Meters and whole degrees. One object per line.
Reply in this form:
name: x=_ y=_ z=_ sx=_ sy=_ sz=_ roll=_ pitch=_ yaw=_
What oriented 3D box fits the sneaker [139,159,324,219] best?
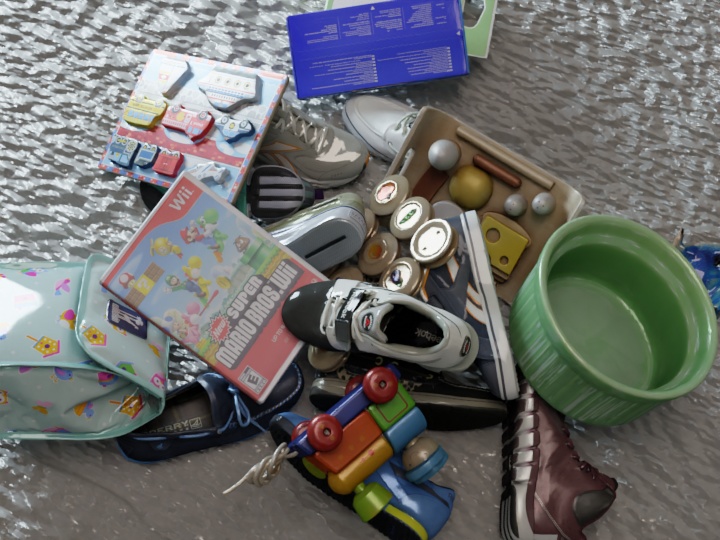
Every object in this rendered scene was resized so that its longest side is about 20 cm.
sneaker: x=-0.142 y=-0.081 z=1.420 sx=0.198 sy=0.087 sz=0.075 roll=7 pitch=92 yaw=22

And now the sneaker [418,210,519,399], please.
sneaker: x=0.104 y=0.042 z=1.307 sx=0.079 sy=0.079 sz=0.202 roll=-15 pitch=65 yaw=5

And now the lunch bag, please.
lunch bag: x=-0.284 y=0.074 z=1.276 sx=0.198 sy=0.123 sz=0.171 roll=-2 pitch=37 yaw=-6

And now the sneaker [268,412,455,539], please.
sneaker: x=0.002 y=0.192 z=1.289 sx=0.199 sy=0.066 sz=0.079 roll=33 pitch=62 yaw=10

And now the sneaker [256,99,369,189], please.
sneaker: x=-0.086 y=-0.154 z=1.432 sx=0.198 sy=0.092 sz=0.076 roll=15 pitch=65 yaw=4

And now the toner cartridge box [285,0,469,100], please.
toner cartridge box: x=0.020 y=-0.254 z=1.474 sx=0.198 sy=0.043 sz=0.096 roll=-7 pitch=95 yaw=5

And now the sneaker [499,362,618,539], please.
sneaker: x=0.204 y=0.181 z=1.306 sx=0.114 sy=0.076 sz=0.202 roll=8 pitch=73 yaw=-6

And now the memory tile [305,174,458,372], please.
memory tile: x=0.000 y=0.000 z=1.331 sx=0.200 sy=0.017 sz=0.153 roll=-44 pitch=43 yaw=5

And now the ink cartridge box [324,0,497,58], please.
ink cartridge box: x=0.060 y=-0.315 z=1.542 sx=0.198 sy=0.048 sz=0.147 roll=12 pitch=65 yaw=1

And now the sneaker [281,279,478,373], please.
sneaker: x=0.009 y=0.044 z=1.231 sx=0.198 sy=0.088 sz=0.075 roll=9 pitch=81 yaw=20

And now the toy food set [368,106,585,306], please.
toy food set: x=0.119 y=-0.063 z=1.375 sx=0.199 sy=0.060 sz=0.144 roll=32 pitch=107 yaw=12

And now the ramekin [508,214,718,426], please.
ramekin: x=0.244 y=0.055 z=1.287 sx=0.198 sy=0.098 sz=0.202 roll=12 pitch=56 yaw=-18

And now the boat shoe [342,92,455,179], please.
boat shoe: x=0.067 y=-0.149 z=1.452 sx=0.199 sy=0.067 sz=0.074 roll=33 pitch=67 yaw=12

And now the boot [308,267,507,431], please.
boot: x=0.055 y=0.079 z=1.339 sx=0.201 sy=0.074 sz=0.155 roll=6 pitch=63 yaw=1

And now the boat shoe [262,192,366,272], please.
boat shoe: x=-0.076 y=-0.019 z=1.358 sx=0.198 sy=0.072 sz=0.062 roll=-21 pitch=26 yaw=22

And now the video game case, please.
video game case: x=-0.137 y=0.016 z=1.287 sx=0.199 sy=0.017 sz=0.144 roll=37 pitch=73 yaw=-4

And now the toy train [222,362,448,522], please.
toy train: x=-0.018 y=0.189 z=1.214 sx=0.200 sy=0.085 sz=0.116 roll=-39 pitch=90 yaw=-19

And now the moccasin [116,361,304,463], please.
moccasin: x=-0.146 y=0.142 z=1.300 sx=0.199 sy=0.068 sz=0.081 roll=-25 pitch=68 yaw=-14

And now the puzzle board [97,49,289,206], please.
puzzle board: x=-0.184 y=-0.159 z=1.398 sx=0.199 sy=0.017 sz=0.152 roll=16 pitch=78 yaw=33

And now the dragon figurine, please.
dragon figurine: x=0.367 y=0.021 z=1.390 sx=0.099 sy=0.059 sz=0.201 roll=24 pitch=66 yaw=8
